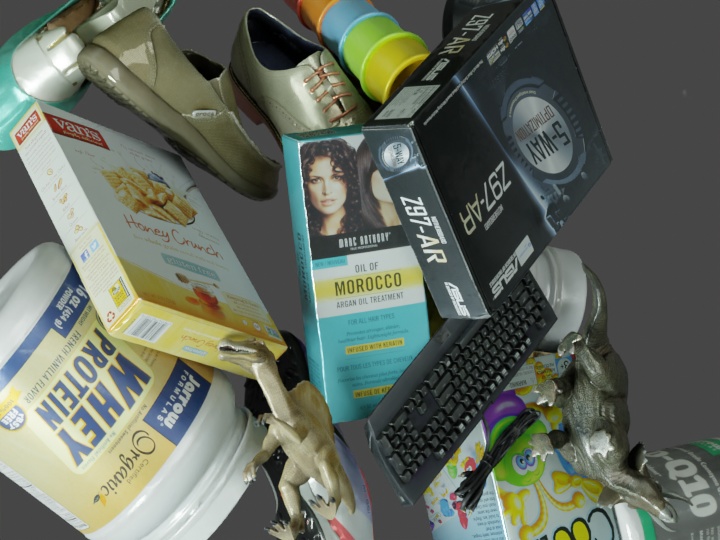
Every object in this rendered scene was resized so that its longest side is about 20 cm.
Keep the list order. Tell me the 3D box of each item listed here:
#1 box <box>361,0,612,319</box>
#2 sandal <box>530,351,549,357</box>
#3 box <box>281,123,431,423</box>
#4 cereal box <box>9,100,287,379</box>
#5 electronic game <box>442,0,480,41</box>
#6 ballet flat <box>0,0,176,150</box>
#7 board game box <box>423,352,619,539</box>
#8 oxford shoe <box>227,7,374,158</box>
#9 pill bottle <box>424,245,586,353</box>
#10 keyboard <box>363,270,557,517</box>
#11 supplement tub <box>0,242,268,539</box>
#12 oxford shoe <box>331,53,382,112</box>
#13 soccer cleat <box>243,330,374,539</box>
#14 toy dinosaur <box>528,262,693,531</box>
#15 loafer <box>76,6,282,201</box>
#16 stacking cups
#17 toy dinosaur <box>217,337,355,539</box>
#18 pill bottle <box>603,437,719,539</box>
[{"bbox_3d":[0.094,-0.088,1.245,0.200,0.043,0.160,-48,126,-39],"label":"box"},{"bbox_3d":[0.171,0.081,1.421,0.078,0.070,0.212,-16,87,-31],"label":"sandal"},{"bbox_3d":[0.000,0.000,1.236,0.082,0.049,0.200,-9,102,-14],"label":"box"},{"bbox_3d":[-0.145,-0.022,1.202,0.144,0.040,0.200,20,30,-48],"label":"cereal box"},{"bbox_3d":[0.128,-0.145,1.431,0.200,0.042,0.200,35,44,-42],"label":"electronic game"},{"bbox_3d":[-0.203,-0.167,1.273,0.067,0.070,0.200,47,61,-9],"label":"ballet flat"},{"bbox_3d":[0.119,0.173,1.351,0.103,0.105,0.200,-9,83,-31],"label":"board game box"},{"bbox_3d":[-0.030,-0.117,1.301,0.071,0.074,0.200,-35,61,-29],"label":"oxford shoe"},{"bbox_3d":[0.065,0.010,1.345,0.200,0.111,0.112,10,74,-20],"label":"pill bottle"},{"bbox_3d":[0.084,0.092,1.256,0.200,0.021,0.127,-48,123,-32],"label":"keyboard"},{"bbox_3d":[-0.175,0.093,1.184,0.200,0.144,0.145,39,63,-15],"label":"supplement tub"},{"bbox_3d":[0.040,-0.125,1.350,0.073,0.085,0.200,-14,46,-46],"label":"oxford shoe"},{"bbox_3d":[-0.033,0.141,1.304,0.073,0.068,0.200,-7,81,-47],"label":"soccer cleat"},{"bbox_3d":[0.170,0.099,1.303,0.102,0.077,0.200,20,53,-61],"label":"toy dinosaur"},{"bbox_3d":[-0.115,-0.117,1.272,0.067,0.076,0.200,-54,136,-3],"label":"loafer"},{"bbox_3d":[0.000,-0.174,1.330,0.060,0.200,0.061,-14,125,-22],"label":"stacking cups"},{"bbox_3d":[-0.031,0.126,1.176,0.200,0.058,0.101,59,29,-36],"label":"toy dinosaur"},{"bbox_3d":[0.261,0.197,1.418,0.200,0.113,0.113,-9,82,-31],"label":"pill bottle"}]
